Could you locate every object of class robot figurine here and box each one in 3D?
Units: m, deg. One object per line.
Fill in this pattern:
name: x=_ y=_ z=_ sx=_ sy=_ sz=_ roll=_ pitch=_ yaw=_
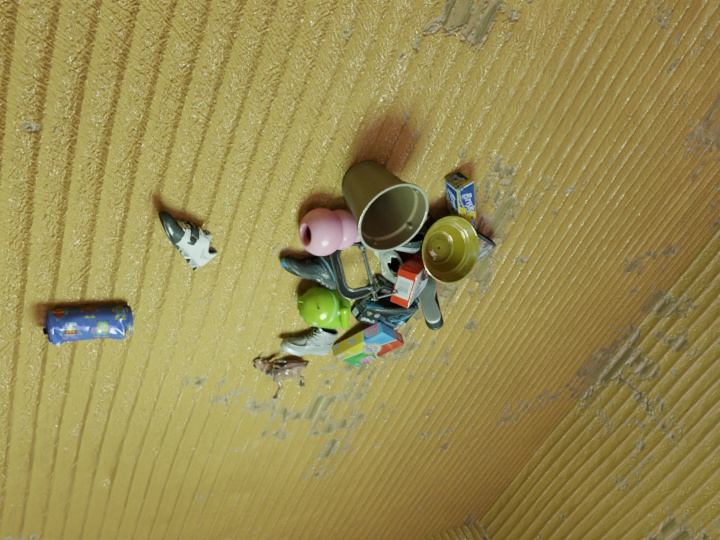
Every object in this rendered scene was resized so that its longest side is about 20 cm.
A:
robot figurine: x=-0.103 y=0.110 z=1.645 sx=0.199 sy=0.174 sz=0.117 roll=19 pitch=88 yaw=-63

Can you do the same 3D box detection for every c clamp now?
c clamp: x=0.000 y=0.000 z=1.610 sx=0.169 sy=0.203 sz=0.027 roll=-19 pitch=178 yaw=-18

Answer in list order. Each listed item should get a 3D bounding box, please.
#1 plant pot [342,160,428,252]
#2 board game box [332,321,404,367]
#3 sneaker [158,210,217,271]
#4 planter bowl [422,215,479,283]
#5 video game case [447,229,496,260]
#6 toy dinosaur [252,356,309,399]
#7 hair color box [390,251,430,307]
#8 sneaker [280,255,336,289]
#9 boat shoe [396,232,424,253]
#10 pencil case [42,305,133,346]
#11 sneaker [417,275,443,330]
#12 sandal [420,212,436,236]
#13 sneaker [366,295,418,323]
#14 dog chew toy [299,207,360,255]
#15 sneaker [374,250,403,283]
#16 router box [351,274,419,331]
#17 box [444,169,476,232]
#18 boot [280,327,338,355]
plant pot: x=0.046 y=-0.184 z=1.446 sx=0.198 sy=0.184 sz=0.202 roll=-18 pitch=136 yaw=-18
board game box: x=0.026 y=0.252 z=1.883 sx=0.199 sy=0.041 sz=0.153 roll=-30 pitch=145 yaw=22
sneaker: x=-0.406 y=-0.086 z=1.328 sx=0.088 sy=0.074 sz=0.201 roll=-30 pitch=147 yaw=-6
planter bowl: x=0.255 y=-0.065 z=1.687 sx=0.198 sy=0.083 sz=0.204 roll=-3 pitch=98 yaw=-22
video game case: x=0.344 y=-0.048 z=1.829 sx=0.181 sy=0.026 sz=0.199 roll=-43 pitch=154 yaw=17
toy dinosaur: x=-0.238 y=0.320 z=1.796 sx=0.198 sy=0.086 sz=0.137 roll=-15 pitch=128 yaw=-29
hair color box: x=0.162 y=0.023 z=1.708 sx=0.200 sy=0.063 sz=0.112 roll=-41 pitch=148 yaw=-62
sneaker: x=-0.140 y=-0.012 z=1.582 sx=0.199 sy=0.073 sz=0.083 roll=22 pitch=87 yaw=-41
boat shoe: x=0.098 y=-0.096 z=1.633 sx=0.198 sy=0.069 sz=0.057 roll=5 pitch=139 yaw=-31
pencil case: x=-0.656 y=0.132 z=1.351 sx=0.198 sy=0.078 sz=0.088 roll=-2 pitch=100 yaw=-31
sneaker: x=0.225 y=0.106 z=1.827 sx=0.070 sy=0.202 sz=0.100 roll=-12 pitch=143 yaw=5
sandal: x=0.176 y=-0.141 z=1.665 sx=0.082 sy=0.055 sz=0.199 roll=-48 pitch=137 yaw=13
sneaker: x=0.094 y=0.130 z=1.739 sx=0.198 sy=0.073 sz=0.082 roll=8 pitch=123 yaw=-37
dog chew toy: x=-0.064 y=-0.108 z=1.498 sx=0.198 sy=0.125 sz=0.126 roll=-10 pitch=133 yaw=-37
sneaker: x=0.102 y=-0.005 z=1.714 sx=0.075 sy=0.092 sz=0.201 roll=-34 pitch=138 yaw=0
router box: x=0.084 y=0.110 z=1.827 sx=0.199 sy=0.062 sz=0.151 roll=18 pitch=115 yaw=-42
box: x=0.304 y=-0.199 z=1.686 sx=0.064 sy=0.070 sz=0.201 roll=-29 pitch=138 yaw=-11
boot: x=-0.158 y=0.213 z=1.766 sx=0.199 sy=0.074 sz=0.096 roll=10 pitch=116 yaw=-49
